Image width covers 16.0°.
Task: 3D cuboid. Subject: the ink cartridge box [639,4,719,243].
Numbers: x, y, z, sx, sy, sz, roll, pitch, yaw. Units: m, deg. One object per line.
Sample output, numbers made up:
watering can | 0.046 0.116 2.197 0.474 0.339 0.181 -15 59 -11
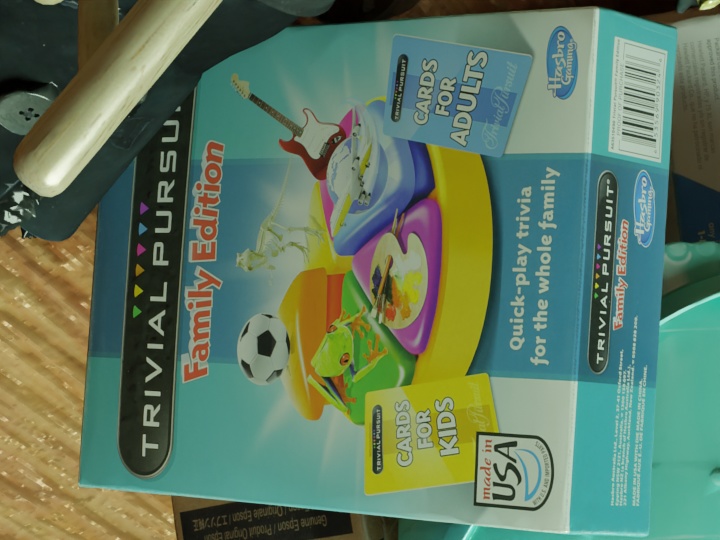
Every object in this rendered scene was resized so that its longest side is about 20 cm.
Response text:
ink cartridge box | 0.191 -0.050 0.963 0.199 0.117 0.067 -10 -172 -19

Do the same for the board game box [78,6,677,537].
board game box | 0.000 0.000 0.802 0.199 0.152 0.047 1 175 39

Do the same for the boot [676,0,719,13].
boot | 0.173 -0.100 0.877 0.153 0.074 0.205 -12 112 -12

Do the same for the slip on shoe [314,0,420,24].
slip on shoe | 0.022 -0.151 0.766 0.060 0.076 0.200 -34 158 -33

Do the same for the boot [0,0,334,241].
boot | -0.119 -0.087 0.753 0.199 0.077 0.168 24 132 -38

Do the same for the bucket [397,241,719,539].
bucket | 0.106 0.083 0.866 0.206 0.136 0.207 -2 160 -1

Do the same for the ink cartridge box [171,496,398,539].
ink cartridge box | 0.043 0.077 1.042 0.199 0.076 0.165 -3 171 -29

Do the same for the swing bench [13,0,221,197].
swing bench | -0.075 -0.163 0.557 0.200 0.130 0.199 -43 116 17
